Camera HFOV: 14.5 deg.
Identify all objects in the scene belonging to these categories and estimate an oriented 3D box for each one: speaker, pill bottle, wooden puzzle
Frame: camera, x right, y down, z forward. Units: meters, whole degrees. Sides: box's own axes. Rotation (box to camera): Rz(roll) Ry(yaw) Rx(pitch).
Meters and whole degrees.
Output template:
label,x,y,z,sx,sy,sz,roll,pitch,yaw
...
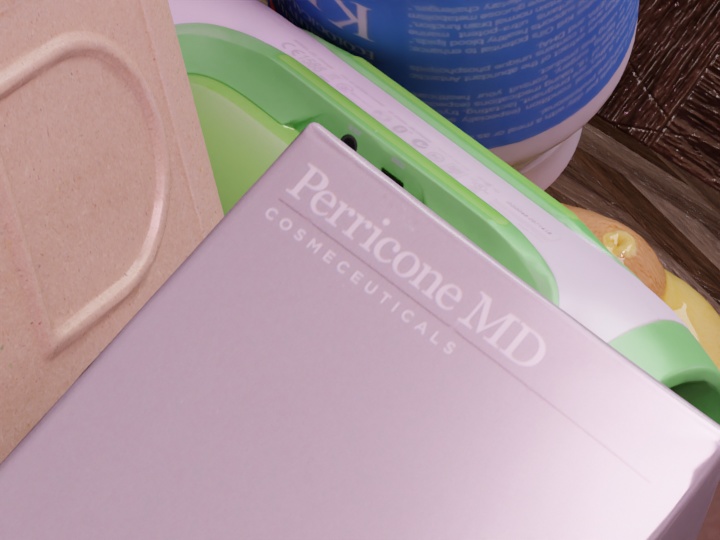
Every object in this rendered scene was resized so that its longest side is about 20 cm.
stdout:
label,x,y,z,sx,sy,sz,roll,pitch,yaw
speaker,0.000,0.000,0.752,0.200,0.089,0.088,39,11,30
pill bottle,0.026,-0.096,0.813,0.112,0.112,0.200,39,-20,22
wooden puzzle,-0.085,0.031,0.640,0.046,0.185,0.200,-2,23,27

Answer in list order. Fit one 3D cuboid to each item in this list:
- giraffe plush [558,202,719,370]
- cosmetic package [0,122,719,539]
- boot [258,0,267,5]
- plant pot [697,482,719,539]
label,x,y,z,sx,sy,sz,roll,pitch,yaw
giraffe plush,0.060,0.050,0.893,0.172,0.162,0.200,20,-37,36
cosmetic package,-0.031,0.084,0.527,0.107,0.200,0.090,35,-15,12
boot,0.003,-0.124,1.001,0.073,0.156,0.200,33,12,-5
plant pot,0.166,0.091,1.079,0.200,0.175,0.200,48,10,-11
